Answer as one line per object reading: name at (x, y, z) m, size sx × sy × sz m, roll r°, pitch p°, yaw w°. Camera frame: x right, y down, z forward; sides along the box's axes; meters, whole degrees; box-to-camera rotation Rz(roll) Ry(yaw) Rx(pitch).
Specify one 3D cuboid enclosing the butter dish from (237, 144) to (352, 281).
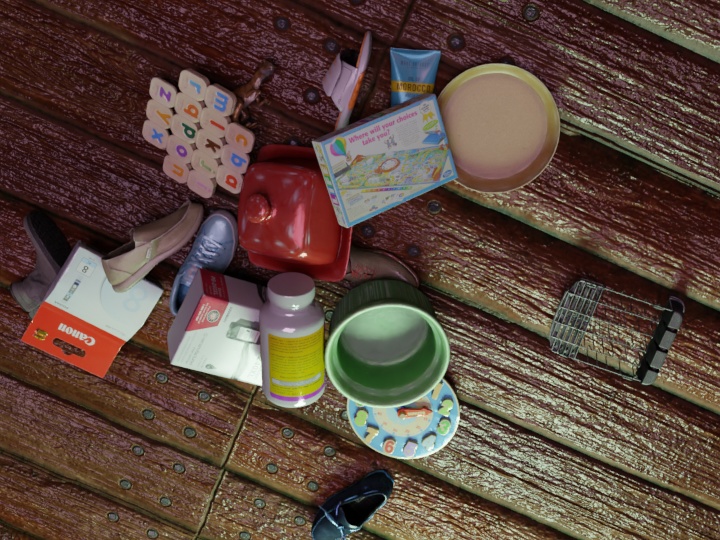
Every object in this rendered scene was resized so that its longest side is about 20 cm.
butter dish at (-0.120, -0.092, 1.430) m, size 0.198 × 0.147 × 0.202 m, roll 11°, pitch 97°, yaw 30°

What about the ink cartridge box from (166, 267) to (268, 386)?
ink cartridge box at (-0.199, 0.099, 1.552) m, size 0.199 × 0.084 × 0.146 m, roll 17°, pitch 115°, yaw -26°

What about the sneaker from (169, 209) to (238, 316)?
sneaker at (-0.261, -0.004, 1.560) m, size 0.073 × 0.082 × 0.201 m, roll 24°, pitch 112°, yaw -3°

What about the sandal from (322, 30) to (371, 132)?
sandal at (-0.035, -0.267, 1.429) m, size 0.059 × 0.079 × 0.208 m, roll 19°, pitch 114°, yaw -3°

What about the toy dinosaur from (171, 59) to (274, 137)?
toy dinosaur at (-0.202, -0.256, 1.478) m, size 0.199 × 0.060 × 0.107 m, roll -28°, pitch 78°, yaw 17°

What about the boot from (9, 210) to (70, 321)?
boot at (-0.554, 0.008, 1.611) m, size 0.130 × 0.068 × 0.201 m, roll -22°, pitch 108°, yaw 16°

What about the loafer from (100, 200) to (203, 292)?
loafer at (-0.340, -0.049, 1.526) m, size 0.200 × 0.076 × 0.068 m, roll -44°, pitch 116°, yaw -7°

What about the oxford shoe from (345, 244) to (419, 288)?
oxford shoe at (0.000, 0.000, 1.530) m, size 0.199 × 0.075 × 0.071 m, roll 21°, pitch 112°, yaw -1°

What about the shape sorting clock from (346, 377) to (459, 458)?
shape sorting clock at (0.074, 0.246, 1.637) m, size 0.198 × 0.039 × 0.202 m, roll 3°, pitch 111°, yaw 7°

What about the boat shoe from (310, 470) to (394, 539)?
boat shoe at (-0.024, 0.437, 1.708) m, size 0.084 × 0.069 × 0.200 m, roll 38°, pitch 111°, yaw -8°

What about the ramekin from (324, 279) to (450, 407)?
ramekin at (0.040, 0.112, 1.510) m, size 0.198 × 0.098 × 0.201 m, roll -2°, pitch 120°, yaw -3°

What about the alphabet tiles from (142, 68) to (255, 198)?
alphabet tiles at (-0.255, -0.213, 1.476) m, size 0.195 × 0.015 × 0.201 m, roll 30°, pitch 129°, yaw 11°

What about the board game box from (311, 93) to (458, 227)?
board game box at (0.040, -0.165, 1.399) m, size 0.199 × 0.034 × 0.135 m, roll -25°, pitch 111°, yaw -18°

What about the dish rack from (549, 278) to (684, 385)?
dish rack at (0.413, 0.095, 1.527) m, size 0.199 × 0.055 × 0.154 m, roll 18°, pitch 111°, yaw 2°

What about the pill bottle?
pill bottle at (-0.107, 0.108, 1.473) m, size 0.103 × 0.104 × 0.201 m, roll 4°, pitch 120°, yaw 6°

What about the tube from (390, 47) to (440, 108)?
tube at (0.076, -0.239, 1.447) m, size 0.077 × 0.050 × 0.202 m, roll 1°, pitch 107°, yaw -10°

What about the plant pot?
plant pot at (0.206, -0.219, 1.444) m, size 0.198 × 0.028 × 0.202 m, roll 3°, pitch 111°, yaw 7°

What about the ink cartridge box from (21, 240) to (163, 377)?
ink cartridge box at (-0.453, 0.073, 1.583) m, size 0.160 × 0.047 × 0.201 m, roll 30°, pitch 94°, yaw -25°
